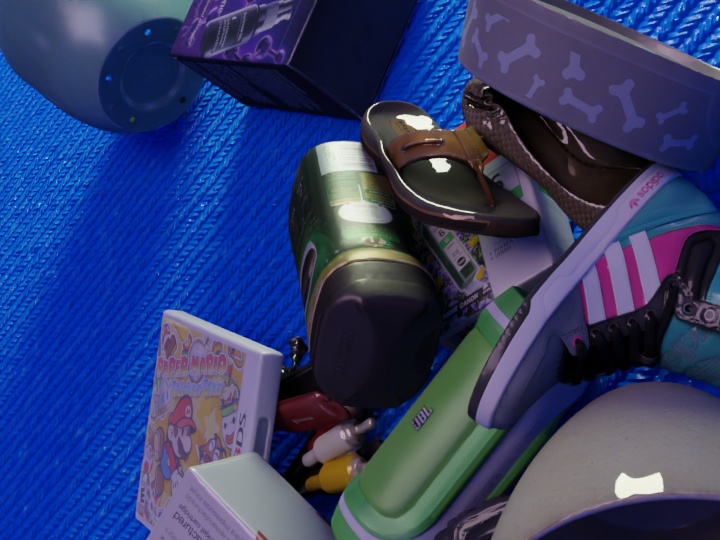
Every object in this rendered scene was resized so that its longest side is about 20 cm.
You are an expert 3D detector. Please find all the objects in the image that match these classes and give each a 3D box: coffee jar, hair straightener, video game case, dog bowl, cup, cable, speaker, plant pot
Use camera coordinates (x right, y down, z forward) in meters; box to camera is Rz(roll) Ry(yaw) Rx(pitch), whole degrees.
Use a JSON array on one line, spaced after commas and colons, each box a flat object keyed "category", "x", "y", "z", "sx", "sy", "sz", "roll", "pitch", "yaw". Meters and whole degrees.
[{"category": "coffee jar", "x": 0.000, "y": 0.000, "z": 0.834, "sx": 0.201, "sy": 0.084, "sz": 0.105, "roll": -103, "pitch": 20, "yaw": -53}, {"category": "hair straightener", "x": -0.054, "y": 0.094, "z": 0.920, "sx": 0.200, "sy": 0.041, "sz": 0.078, "roll": -33, "pitch": 29, "yaw": 56}, {"category": "video game case", "x": -0.125, "y": 0.137, "z": 0.942, "sx": 0.199, "sy": 0.023, "sz": 0.185, "roll": 14, "pitch": 96, "yaw": 59}, {"category": "dog bowl", "x": 0.151, "y": -0.125, "z": 0.748, "sx": 0.200, "sy": 0.198, "sz": 0.059, "roll": 45, "pitch": 118, "yaw": 48}, {"category": "cup", "x": 0.157, "y": 0.141, "z": 0.611, "sx": 0.200, "sy": 0.200, "sz": 0.144, "roll": -35, "pitch": 22, "yaw": 27}, {"category": "cable", "x": -0.052, "y": 0.153, "z": 0.902, "sx": 0.199, "sy": 0.050, "sz": 0.098, "roll": -36, "pitch": 41, "yaw": 27}, {"category": "speaker", "x": 0.067, "y": 0.111, "z": 0.778, "sx": 0.201, "sy": 0.088, "sz": 0.089, "roll": -53, "pitch": 41, "yaw": 9}, {"category": "plant pot", "x": -0.249, "y": -0.236, "z": 1.219, "sx": 0.161, "sy": 0.200, "sz": 0.201, "roll": 42, "pitch": 100, "yaw": 37}]

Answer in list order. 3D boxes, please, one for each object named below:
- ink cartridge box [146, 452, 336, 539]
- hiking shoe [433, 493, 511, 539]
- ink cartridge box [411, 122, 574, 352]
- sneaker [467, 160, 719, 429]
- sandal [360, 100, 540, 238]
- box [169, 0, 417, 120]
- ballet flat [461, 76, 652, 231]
[{"category": "ink cartridge box", "x": -0.094, "y": 0.251, "z": 0.809, "sx": 0.144, "sy": 0.083, "sz": 0.201, "roll": 39, "pitch": 109, "yaw": 24}, {"category": "hiking shoe", "x": 0.072, "y": 0.224, "z": 0.730, "sx": 0.201, "sy": 0.075, "sz": 0.101, "roll": -54, "pitch": 49, "yaw": 22}, {"category": "ink cartridge box", "x": 0.088, "y": -0.049, "z": 0.870, "sx": 0.109, "sy": 0.050, "sz": 0.202, "roll": -34, "pitch": 48, "yaw": 29}, {"category": "sneaker", "x": 0.162, "y": 0.040, "z": 0.687, "sx": 0.120, "sy": 0.084, "sz": 0.200, "roll": 37, "pitch": 73, "yaw": 19}, {"category": "sandal", "x": 0.057, "y": -0.081, "z": 0.819, "sx": 0.200, "sy": 0.081, "sz": 0.055, "roll": -121, "pitch": 35, "yaw": -52}, {"category": "box", "x": -0.059, "y": -0.231, "z": 1.083, "sx": 0.199, "sy": 0.104, "sz": 0.149, "roll": 14, "pitch": 78, "yaw": 49}, {"category": "ballet flat", "x": 0.143, "y": -0.078, "z": 0.792, "sx": 0.067, "sy": 0.047, "sz": 0.200, "roll": -39, "pitch": 58, "yaw": -17}]
